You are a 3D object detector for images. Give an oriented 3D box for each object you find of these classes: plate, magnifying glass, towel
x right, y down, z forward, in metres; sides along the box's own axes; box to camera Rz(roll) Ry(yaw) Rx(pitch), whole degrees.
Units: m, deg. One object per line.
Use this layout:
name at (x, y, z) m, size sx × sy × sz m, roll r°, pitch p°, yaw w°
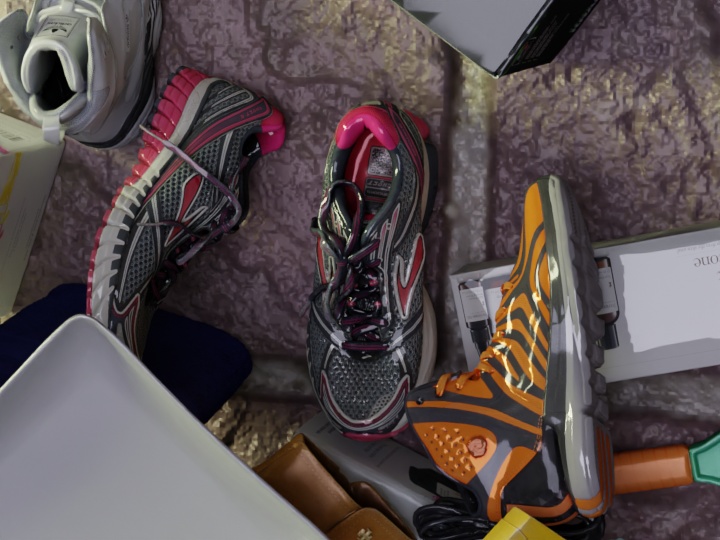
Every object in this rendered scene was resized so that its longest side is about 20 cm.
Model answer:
plate at (-0.141, 0.145, 1.194) m, size 0.200 × 0.032 × 0.200 m, roll 44°, pitch 111°, yaw -8°
magnifying glass at (0.219, 0.113, 1.303) m, size 0.199 × 0.022 × 0.080 m, roll -9°, pitch 96°, yaw 16°
towel at (-0.163, 0.076, 1.304) m, size 0.147 × 0.200 × 0.050 m, roll 19°, pitch 115°, yaw 12°

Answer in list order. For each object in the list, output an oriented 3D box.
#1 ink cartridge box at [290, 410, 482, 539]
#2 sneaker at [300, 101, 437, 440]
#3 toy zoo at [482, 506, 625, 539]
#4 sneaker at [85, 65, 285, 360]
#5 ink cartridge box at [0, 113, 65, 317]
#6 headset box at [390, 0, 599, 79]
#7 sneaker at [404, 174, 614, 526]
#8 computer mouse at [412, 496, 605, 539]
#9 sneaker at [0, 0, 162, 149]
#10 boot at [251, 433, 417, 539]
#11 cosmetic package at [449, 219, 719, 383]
ink cartridge box at (0.028, 0.197, 1.330) m, size 0.200 × 0.083 × 0.146 m, roll 27°, pitch 103°, yaw 9°
sneaker at (0.000, 0.000, 1.290) m, size 0.080 × 0.075 × 0.201 m, roll 0°, pitch 87°, yaw 14°
toy zoo at (0.078, 0.220, 1.180) m, size 0.200 × 0.020 × 0.131 m, roll -47°, pitch 117°, yaw -9°
sneaker at (-0.109, -0.030, 1.299) m, size 0.075 × 0.081 × 0.200 m, roll 19°, pitch 69°, yaw 6°
ink cartridge box at (-0.287, -0.037, 1.315) m, size 0.128 × 0.200 × 0.126 m, roll 22°, pitch 102°, yaw 10°
headset box at (0.103, -0.204, 1.195) m, size 0.093 × 0.200 × 0.174 m, roll 38°, pitch 104°, yaw 7°
sneaker at (0.078, 0.045, 1.230) m, size 0.112 × 0.078 × 0.201 m, roll -7°, pitch 69°, yaw 17°
computer mouse at (0.101, 0.222, 1.252) m, size 0.109 × 0.044 × 0.201 m, roll -11°, pitch 89°, yaw 10°
sneaker at (-0.165, -0.169, 1.310) m, size 0.075 × 0.115 × 0.201 m, roll 5°, pitch 99°, yaw 13°
boot at (-0.022, 0.201, 1.260) m, size 0.144 × 0.071 × 0.201 m, roll -36°, pitch 109°, yaw 6°
cosmetic package at (0.159, 0.022, 1.290) m, size 0.199 × 0.051 × 0.083 m, roll -11°, pitch 96°, yaw 15°
